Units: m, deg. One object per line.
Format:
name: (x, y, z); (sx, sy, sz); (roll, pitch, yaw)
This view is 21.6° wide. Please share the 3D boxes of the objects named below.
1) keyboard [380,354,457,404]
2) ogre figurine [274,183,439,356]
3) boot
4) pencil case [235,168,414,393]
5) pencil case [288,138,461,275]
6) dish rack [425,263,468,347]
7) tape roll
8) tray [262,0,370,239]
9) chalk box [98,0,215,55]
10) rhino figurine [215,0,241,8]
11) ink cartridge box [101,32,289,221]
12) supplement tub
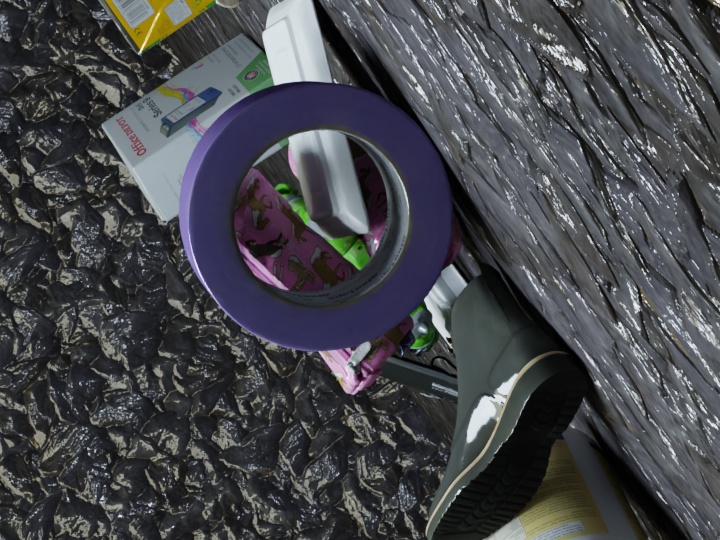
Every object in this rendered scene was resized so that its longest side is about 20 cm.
keyboard: (0.088, 0.098, 1.757); (0.199, 0.040, 0.104); (20, 165, 4)
ogre figurine: (0.000, 0.000, 1.688); (0.200, 0.098, 0.120); (65, 173, -5)
boot: (0.093, 0.109, 1.497); (0.077, 0.200, 0.138); (10, -146, -38)
pencil case: (-0.049, 0.008, 1.525); (0.200, 0.083, 0.086); (44, 165, -12)
pencil case: (0.010, -0.065, 1.581); (0.086, 0.083, 0.200); (28, -167, -37)
dish rack: (0.084, 0.038, 1.815); (0.172, 0.043, 0.200); (55, 175, 24)
tape roll: (-0.035, -0.043, 1.428); (0.200, 0.200, 0.085); (56, 176, -11)
tray: (-0.042, -0.123, 1.529); (0.107, 0.022, 0.201); (172, 84, -72)
chalk box: (-0.254, -0.355, 2.070); (0.200, 0.124, 0.125); (53, 176, 46)
rhino figurine: (-0.140, -0.308, 1.521); (0.200, 0.060, 0.087); (60, -174, -11)
ink cartridge box: (-0.172, -0.161, 2.104); (0.088, 0.200, 0.145); (58, 176, -32)
supplement tub: (0.164, 0.238, 1.541); (0.146, 0.145, 0.200); (59, -174, -38)
